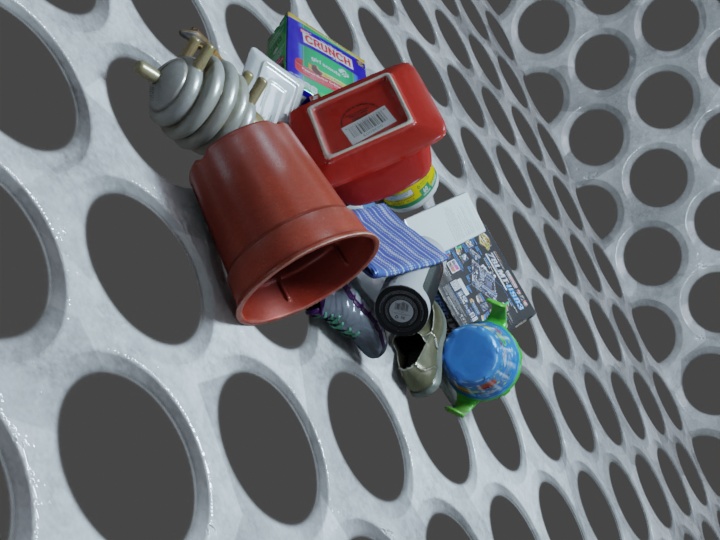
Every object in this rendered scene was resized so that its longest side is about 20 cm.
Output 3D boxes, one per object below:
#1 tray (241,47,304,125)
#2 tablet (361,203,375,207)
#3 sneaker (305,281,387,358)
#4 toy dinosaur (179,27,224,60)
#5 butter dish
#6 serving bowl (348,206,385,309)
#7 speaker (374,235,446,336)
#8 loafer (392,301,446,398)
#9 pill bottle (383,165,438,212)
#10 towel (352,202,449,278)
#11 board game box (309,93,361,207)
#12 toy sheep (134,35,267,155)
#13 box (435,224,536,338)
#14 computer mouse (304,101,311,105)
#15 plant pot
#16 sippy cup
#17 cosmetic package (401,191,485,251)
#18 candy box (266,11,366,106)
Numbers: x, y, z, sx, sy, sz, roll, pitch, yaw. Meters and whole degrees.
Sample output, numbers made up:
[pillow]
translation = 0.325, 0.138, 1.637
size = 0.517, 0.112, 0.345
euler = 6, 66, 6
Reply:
[tray]
translation = -0.137, -0.213, 1.491
size = 0.107, 0.022, 0.201
euler = 31, 61, -33
[tablet]
translation = -0.009, -0.158, 1.799
size = 0.201, 0.014, 0.130
euler = 68, 12, 18
[sneaker]
translation = -0.039, 0.060, 1.486
size = 0.088, 0.074, 0.201
euler = -46, 115, -34
[toy dinosaur]
translation = -0.194, -0.269, 1.507
size = 0.201, 0.060, 0.106
euler = 60, 21, -5
[butter dish]
translation = 0.020, -0.166, 1.472
size = 0.200, 0.199, 0.148
euler = -111, 177, -47
[serving bowl]
translation = 0.000, 0.000, 1.604
size = 0.200, 0.066, 0.201
euler = 45, 28, -33
[speaker]
translation = 0.076, 0.019, 1.556
size = 0.081, 0.081, 0.200
euler = 56, 22, -12
[loafer]
translation = 0.092, 0.106, 1.666
size = 0.070, 0.075, 0.201
euler = 49, 26, -36
[pill bottle]
translation = 0.050, -0.206, 1.848
size = 0.200, 0.112, 0.113
euler = 53, 23, -39
[towel]
translation = 0.027, -0.047, 1.512
size = 0.145, 0.024, 0.200
euler = 40, 28, 23
[board game box]
translation = -0.035, -0.170, 1.654
size = 0.103, 0.019, 0.201
euler = -117, -173, -51
[toy sheep]
translation = -0.203, -0.218, 1.343
size = 0.199, 0.138, 0.138
euler = 29, 38, -33
[box]
translation = 0.206, 0.036, 1.916
size = 0.198, 0.050, 0.201
euler = -27, 86, -43
[computer mouse]
translation = -0.102, -0.144, 1.528
size = 0.044, 0.109, 0.201
euler = 24, 49, -32
[plant pot]
translation = -0.109, -0.067, 1.316
size = 0.196, 0.200, 0.200
euler = 60, 22, 17
[sippy cup]
translation = 0.190, 0.143, 1.721
size = 0.130, 0.139, 0.179
euler = 33, 43, -71
[cosmetic package]
translation = 0.107, -0.056, 1.767
size = 0.200, 0.113, 0.082
euler = -28, 90, -47
[candy box]
translation = -0.071, -0.310, 1.739
size = 0.168, 0.077, 0.201
euler = 26, 36, -27
